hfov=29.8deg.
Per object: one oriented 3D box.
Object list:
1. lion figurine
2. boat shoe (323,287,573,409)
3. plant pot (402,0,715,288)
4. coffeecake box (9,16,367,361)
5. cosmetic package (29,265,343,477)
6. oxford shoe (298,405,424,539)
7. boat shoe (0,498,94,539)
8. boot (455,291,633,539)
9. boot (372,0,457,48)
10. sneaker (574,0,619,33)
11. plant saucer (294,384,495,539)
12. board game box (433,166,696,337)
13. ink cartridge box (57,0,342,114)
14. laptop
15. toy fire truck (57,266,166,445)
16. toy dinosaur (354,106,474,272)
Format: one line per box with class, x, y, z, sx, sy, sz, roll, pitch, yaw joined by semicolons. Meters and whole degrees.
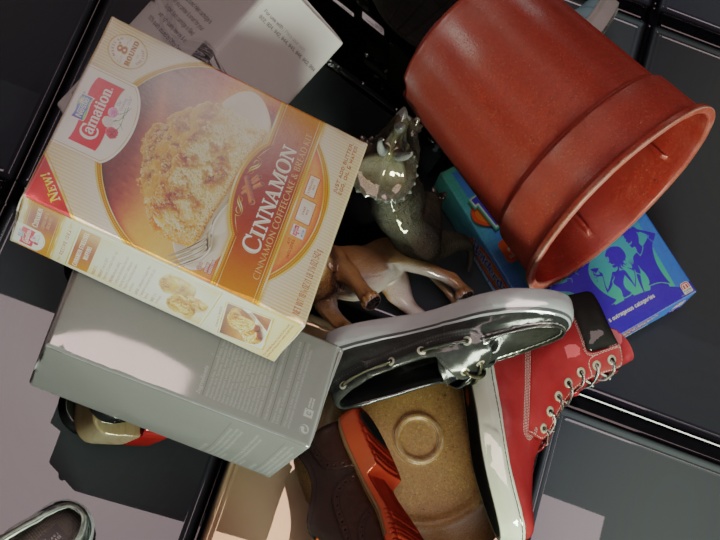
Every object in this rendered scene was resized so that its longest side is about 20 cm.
lion figurine;0.000;0.000;1.127;0.199;0.073;0.123;9;32;-48
boat shoe;0.067;0.063;1.032;0.197;0.069;0.057;-12;61;10
plant pot;0.147;-0.124;1.102;0.200;0.201;0.196;-35;71;-20
coffeecake box;-0.114;-0.055;0.923;0.198;0.073;0.155;25;60;-10
cosmetic package;-0.127;0.068;0.967;0.198;0.107;0.091;26;64;-12
oxford shoe;0.005;0.202;1.012;0.072;0.071;0.202;-29;49;11
boat shoe;-0.280;0.239;0.995;0.072;0.071;0.200;40;69;7
boot;0.155;0.112;1.075;0.142;0.073;0.203;-3;66;-5
boot;0.035;-0.285;1.219;0.199;0.073;0.151;40;25;-6
sneaker;0.156;-0.202;1.240;0.082;0.074;0.200;44;68;4
plant saucer;0.045;0.142;1.108;0.197;0.036;0.203;4;68;-9
board game box;0.177;-0.026;1.191;0.151;0.045;0.201;-27;75;-18
ink cartridge box;-0.128;-0.154;1.060;0.200;0.084;0.146;-46;38;4
laptop;-0.021;-0.144;1.169;0.176;0.103;0.202;33;41;-32
toy fire truck;-0.126;0.048;1.084;0.197;0.128;0.179;8;72;-28
toy dinosaur;0.035;-0.055;1.101;0.076;0.201;0.103;-9;41;17
